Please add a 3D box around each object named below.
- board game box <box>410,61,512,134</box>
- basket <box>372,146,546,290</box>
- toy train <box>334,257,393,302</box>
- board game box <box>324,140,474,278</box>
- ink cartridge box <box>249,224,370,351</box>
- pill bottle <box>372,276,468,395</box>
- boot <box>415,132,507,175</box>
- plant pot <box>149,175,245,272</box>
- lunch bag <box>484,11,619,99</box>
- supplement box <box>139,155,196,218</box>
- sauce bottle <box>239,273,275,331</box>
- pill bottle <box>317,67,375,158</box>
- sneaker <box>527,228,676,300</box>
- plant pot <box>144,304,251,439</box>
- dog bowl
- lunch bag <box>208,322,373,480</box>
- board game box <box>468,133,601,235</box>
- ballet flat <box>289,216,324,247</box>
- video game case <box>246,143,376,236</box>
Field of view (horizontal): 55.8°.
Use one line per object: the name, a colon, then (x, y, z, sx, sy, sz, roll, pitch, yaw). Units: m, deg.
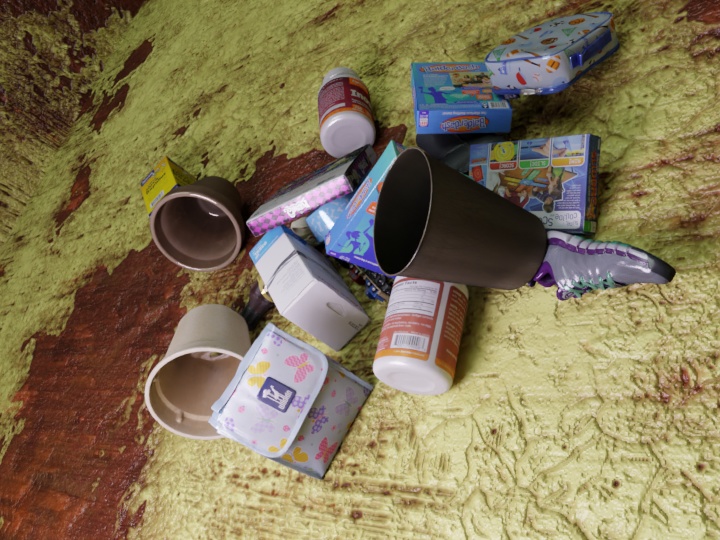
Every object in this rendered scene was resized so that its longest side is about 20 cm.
board game box: (0.165, -0.296, 1.152, 0.152, 0.045, 0.200, 0, 39, 2)
basket: (0.136, -0.053, 0.908, 0.136, 0.200, 0.181, -38, 44, 50)
toy train: (0.000, 0.000, 1.177, 0.046, 0.034, 0.200, -52, 38, 5)
board game box: (0.060, -0.082, 1.034, 0.200, 0.152, 0.045, -54, 29, 33)
ink cartridge box: (-0.089, 0.025, 1.155, 0.084, 0.145, 0.200, -46, 38, 7)
pill bottle: (0.093, 0.066, 0.970, 0.112, 0.112, 0.200, -9, 53, 40)
boot: (0.139, -0.181, 1.146, 0.200, 0.076, 0.168, -41, 42, 1)
plant pot: (-0.344, -0.123, 1.516, 0.200, 0.200, 0.175, -32, 25, 23)
lunch bag: (0.302, -0.336, 1.065, 0.200, 0.076, 0.160, -39, 34, -28)
supplement box: (-0.477, -0.188, 1.740, 0.110, 0.109, 0.200, -46, 39, 7)
sauce bottle: (-0.166, 0.026, 1.287, 0.200, 0.066, 0.066, -57, 36, 14)
pill bottle: (-0.032, -0.333, 1.411, 0.113, 0.113, 0.200, -31, 43, 24)
sneaker: (0.298, 0.009, 0.857, 0.200, 0.074, 0.088, 24, 88, 62)
plant pot: (-0.267, 0.161, 1.205, 0.200, 0.200, 0.184, -39, 29, 15)
dog bowl: (-0.030, -0.125, 1.222, 0.111, 0.050, 0.200, -34, 12, 38)
lunch bag: (-0.103, 0.190, 0.993, 0.127, 0.200, 0.170, 18, 73, 50)
board game box: (0.243, -0.120, 0.983, 0.200, 0.034, 0.136, 6, 93, 46)
ballet flat: (-0.123, -0.071, 1.332, 0.200, 0.064, 0.076, -23, 47, 32)
video game case: (-0.081, -0.141, 1.174, 0.200, 0.036, 0.181, -23, 19, 23)
